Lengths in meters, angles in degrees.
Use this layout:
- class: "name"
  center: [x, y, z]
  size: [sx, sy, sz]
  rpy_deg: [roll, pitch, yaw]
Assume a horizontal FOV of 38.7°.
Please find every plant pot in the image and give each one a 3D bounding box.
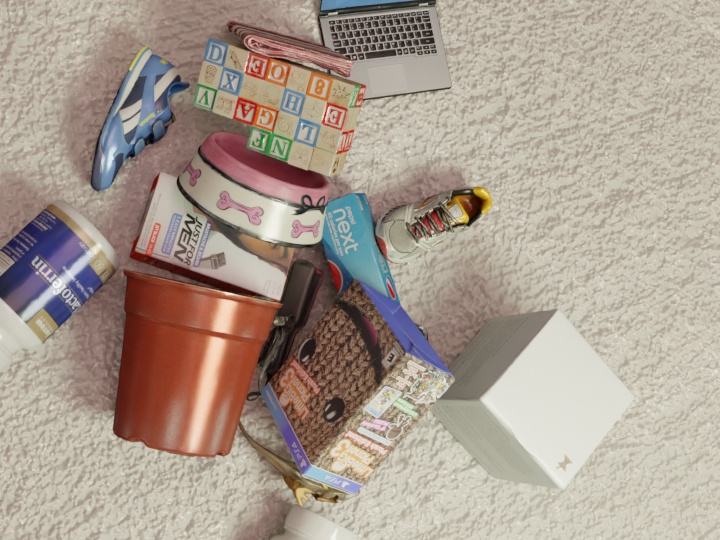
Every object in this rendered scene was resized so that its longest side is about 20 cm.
- class: "plant pot"
  center: [-0.212, 0.116, 1.256]
  size: [0.198, 0.201, 0.198]
  rpy_deg: [13, 87, -17]

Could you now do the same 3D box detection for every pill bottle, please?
- class: "pill bottle"
  center: [-0.397, 0.021, 1.234]
  size: [0.116, 0.116, 0.200]
  rpy_deg: [46, 73, -9]
- class: "pill bottle"
  center: [-0.087, 0.408, 1.296]
  size: [0.113, 0.114, 0.202]
  rpy_deg: [30, 75, -13]

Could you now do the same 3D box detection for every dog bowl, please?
- class: "dog bowl"
  center: [-0.127, -0.108, 1.294]
  size: [0.198, 0.201, 0.074]
  rpy_deg: [19, 109, -16]

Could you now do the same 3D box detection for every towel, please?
- class: "towel"
  center: [-0.097, -0.292, 1.340]
  size: [0.142, 0.200, 0.023]
  rpy_deg: [12, 105, -18]

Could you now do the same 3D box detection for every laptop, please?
- class: "laptop"
  center: [0.046, -0.356, 1.434]
  size: [0.185, 0.116, 0.203]
  rpy_deg: [-11, 87, -19]

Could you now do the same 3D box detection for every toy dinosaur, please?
- class: "toy dinosaur"
  center: [-0.086, 0.265, 1.332]
  size: [0.199, 0.106, 0.061]
  rpy_deg: [37, 78, -19]

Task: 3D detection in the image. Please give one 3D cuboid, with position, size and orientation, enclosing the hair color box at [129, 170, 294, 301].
- class: "hair color box"
  center: [-0.188, -0.040, 1.342]
  size: [0.198, 0.064, 0.112]
  rpy_deg: [19, 77, -17]

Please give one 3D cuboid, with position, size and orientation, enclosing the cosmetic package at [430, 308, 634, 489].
- class: "cosmetic package"
  center: [0.221, 0.173, 1.387]
  size: [0.168, 0.200, 0.166]
  rpy_deg: [47, 71, -9]

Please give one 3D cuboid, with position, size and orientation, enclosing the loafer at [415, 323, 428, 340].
- class: "loafer"
  center: [0.049, 0.163, 1.400]
  size: [0.071, 0.063, 0.202]
  rpy_deg: [30, 75, -14]

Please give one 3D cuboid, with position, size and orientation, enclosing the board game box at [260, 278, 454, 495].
- class: "board game box"
  center: [-0.008, 0.144, 1.279]
  size: [0.096, 0.160, 0.201]
  rpy_deg: [29, 106, -40]

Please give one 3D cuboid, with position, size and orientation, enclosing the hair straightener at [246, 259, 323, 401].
- class: "hair straightener"
  center: [-0.109, 0.078, 1.354]
  size: [0.041, 0.077, 0.202]
  rpy_deg: [21, 81, 22]

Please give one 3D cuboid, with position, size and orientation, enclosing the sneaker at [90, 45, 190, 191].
- class: "sneaker"
  center: [-0.287, -0.188, 1.320]
  size: [0.082, 0.074, 0.202]
  rpy_deg: [26, 77, -17]

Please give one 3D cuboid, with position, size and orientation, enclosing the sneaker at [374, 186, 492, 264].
- class: "sneaker"
  center: [0.101, -0.073, 1.418]
  size: [0.199, 0.082, 0.079]
  rpy_deg: [-29, 93, -34]

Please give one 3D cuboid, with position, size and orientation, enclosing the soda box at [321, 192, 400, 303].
- class: "soda box"
  center: [0.000, 0.000, 1.389]
  size: [0.067, 0.064, 0.202]
  rpy_deg: [-18, 89, 15]

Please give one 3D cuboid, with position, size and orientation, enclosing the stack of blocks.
- class: "stack of blocks"
  center: [-0.105, -0.205, 1.284]
  size: [0.198, 0.059, 0.116]
  rpy_deg: [20, 105, 11]
